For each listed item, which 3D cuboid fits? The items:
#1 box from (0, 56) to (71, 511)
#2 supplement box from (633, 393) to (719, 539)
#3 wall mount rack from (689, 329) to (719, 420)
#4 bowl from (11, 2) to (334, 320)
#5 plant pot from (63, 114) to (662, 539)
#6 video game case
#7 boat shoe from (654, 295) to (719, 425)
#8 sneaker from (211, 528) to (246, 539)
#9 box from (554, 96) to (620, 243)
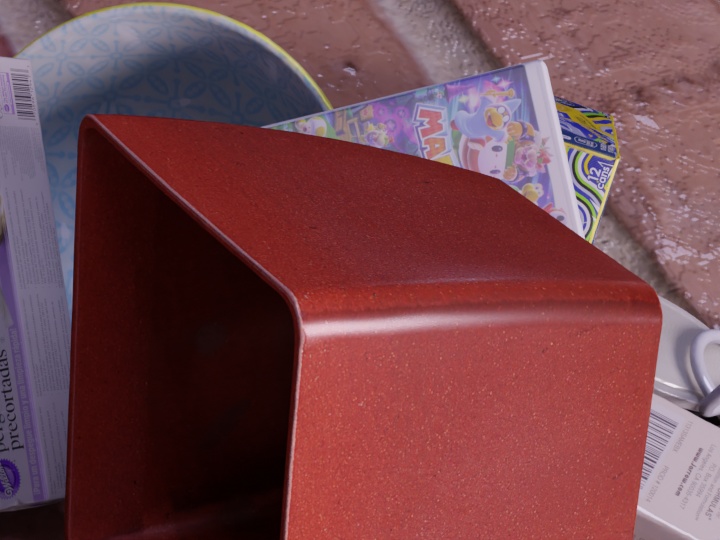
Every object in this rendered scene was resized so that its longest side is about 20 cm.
[{"bbox_3d":[-0.158,0.005,1.081,0.041,0.038,0.202,-4,83,-60],"label":"box"},{"bbox_3d":[0.167,0.150,1.066,0.199,0.127,0.074,28,44,10],"label":"supplement box"},{"bbox_3d":[0.255,0.090,1.173,0.173,0.075,0.201,-10,62,-47],"label":"wall mount rack"},{"bbox_3d":[-0.087,-0.020,1.148,0.199,0.201,0.108,28,2,11],"label":"bowl"},{"bbox_3d":[0.004,0.057,0.941,0.175,0.202,0.200,-7,25,-27],"label":"plant pot"},{"bbox_3d":[0.000,0.000,1.068,0.198,0.018,0.144,-13,85,9],"label":"video game case"},{"bbox_3d":[0.100,0.043,1.194,0.199,0.061,0.074,16,38,-23],"label":"boat shoe"},{"bbox_3d":[-0.050,0.166,1.014,0.115,0.076,0.201,-19,33,-18],"label":"sneaker"},{"bbox_3d":[0.088,-0.045,1.198,0.064,0.071,0.200,17,10,1],"label":"box"}]
